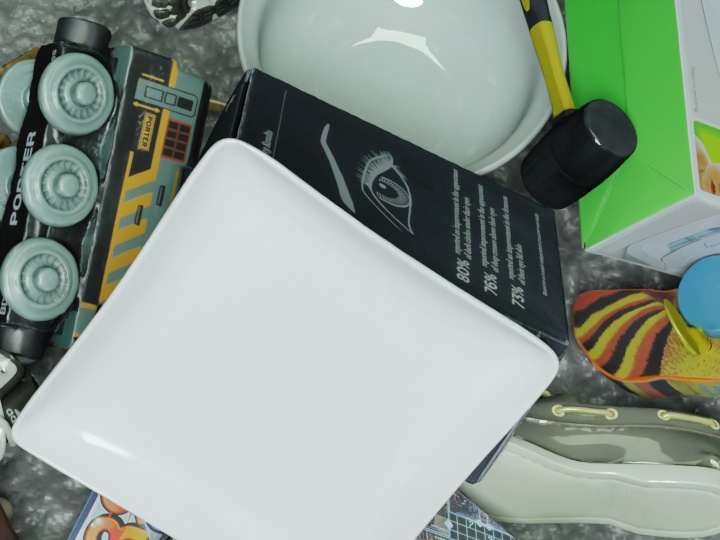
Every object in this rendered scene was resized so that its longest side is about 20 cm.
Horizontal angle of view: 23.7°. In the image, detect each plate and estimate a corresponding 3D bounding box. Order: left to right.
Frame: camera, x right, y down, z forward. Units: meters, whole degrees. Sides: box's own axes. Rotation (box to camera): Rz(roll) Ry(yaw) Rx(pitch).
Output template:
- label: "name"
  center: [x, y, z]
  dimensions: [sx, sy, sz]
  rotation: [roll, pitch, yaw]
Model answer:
- label: "plate"
  center: [-0.037, 0.057, 0.843]
  dimensions: [0.199, 0.200, 0.032]
  rotation: [34, 21, -12]

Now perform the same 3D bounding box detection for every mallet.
- label: "mallet"
  center: [0.112, -0.138, 0.983]
  dimensions: [0.041, 0.066, 0.201]
  rotation: [6, 67, -34]

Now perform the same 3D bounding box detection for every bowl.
- label: "bowl"
  center: [0.021, -0.123, 1.055]
  dimensions: [0.200, 0.090, 0.202]
  rotation: [2, 66, -5]

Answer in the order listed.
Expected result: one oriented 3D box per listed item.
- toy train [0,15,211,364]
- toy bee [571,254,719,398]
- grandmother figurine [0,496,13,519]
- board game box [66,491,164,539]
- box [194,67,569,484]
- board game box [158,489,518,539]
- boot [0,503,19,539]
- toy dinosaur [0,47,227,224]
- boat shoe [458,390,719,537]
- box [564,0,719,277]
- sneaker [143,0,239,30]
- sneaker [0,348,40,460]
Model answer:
- label: "toy train"
  center: [-0.154, -0.041, 0.981]
  dimensions: [0.114, 0.085, 0.201]
  rotation: [14, 82, -34]
- label: "toy bee"
  center: [0.215, 0.045, 0.969]
  dimensions: [0.131, 0.200, 0.109]
  rotation: [18, 61, -36]
- label: "grandmother figurine"
  center: [-0.253, 0.137, 0.929]
  dimensions: [0.121, 0.061, 0.201]
  rotation: [0, 64, 3]
- label: "board game box"
  center: [-0.107, 0.193, 0.932]
  dimensions: [0.135, 0.034, 0.200]
  rotation: [23, 66, 3]
- label: "box"
  center: [0.000, 0.000, 0.919]
  dimensions: [0.200, 0.104, 0.148]
  rotation: [25, 28, -10]
- label: "board game box"
  center: [0.003, 0.164, 0.926]
  dimensions: [0.200, 0.035, 0.136]
  rotation: [41, 65, -7]
- label: "boot"
  center: [-0.160, 0.180, 0.868]
  dimensions: [0.199, 0.072, 0.167]
  rotation: [-20, 74, -14]
- label: "toy dinosaur"
  center: [-0.174, -0.088, 1.047]
  dimensions: [0.200, 0.060, 0.106]
  rotation: [-35, 103, -20]
- label: "boat shoe"
  center: [0.116, 0.105, 0.980]
  dimensions: [0.201, 0.072, 0.060]
  rotation: [8, 48, 2]
- label: "box"
  center: [0.218, -0.097, 1.025]
  dimensions: [0.176, 0.097, 0.201]
  rotation: [14, 63, -32]
- label: "sneaker"
  center: [-0.063, -0.237, 1.103]
  dimensions: [0.200, 0.078, 0.090]
  rotation: [-26, 69, -17]
- label: "sneaker"
  center: [-0.202, 0.089, 0.850]
  dimensions: [0.115, 0.076, 0.200]
  rotation: [-24, 36, -20]
